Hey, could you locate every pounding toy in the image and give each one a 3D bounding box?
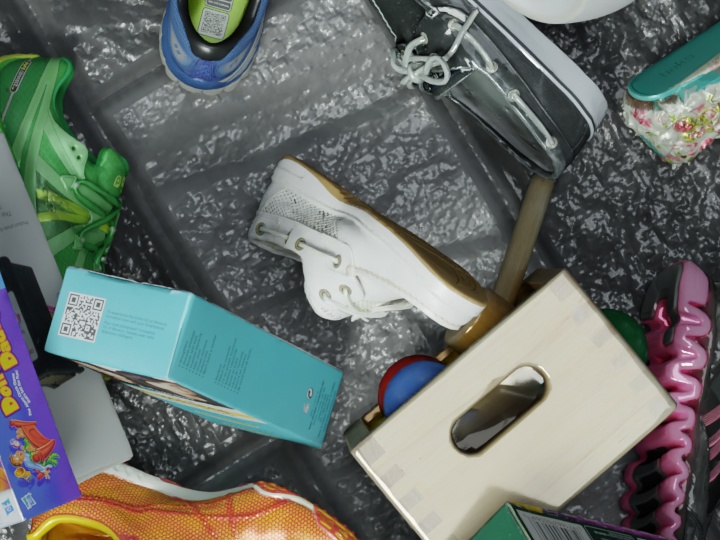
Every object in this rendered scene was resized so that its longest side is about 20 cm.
[{"bbox_3d":[0.085,0.057,1.541,0.200,0.184,0.142,-40,91,-2],"label":"pounding toy"}]

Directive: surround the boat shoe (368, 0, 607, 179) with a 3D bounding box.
[{"bbox_3d":[0.055,-0.132,1.598,0.199,0.074,0.068,42,66,-12],"label":"boat shoe"}]

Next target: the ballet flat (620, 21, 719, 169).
[{"bbox_3d":[0.250,-0.132,1.638,0.199,0.076,0.064,-31,120,-6],"label":"ballet flat"}]

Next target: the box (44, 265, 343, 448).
[{"bbox_3d":[-0.089,0.051,1.488,0.082,0.200,0.049,12,81,27],"label":"box"}]

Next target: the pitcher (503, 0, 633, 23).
[{"bbox_3d":[0.133,-0.251,1.592,0.171,0.121,0.200,35,56,11],"label":"pitcher"}]

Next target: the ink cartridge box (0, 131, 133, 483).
[{"bbox_3d":[-0.233,0.045,1.496,0.083,0.145,0.201,-20,88,-48],"label":"ink cartridge box"}]

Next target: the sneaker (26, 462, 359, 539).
[{"bbox_3d":[-0.095,0.160,1.518,0.199,0.073,0.077,4,48,20],"label":"sneaker"}]

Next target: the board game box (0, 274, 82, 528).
[{"bbox_3d":[-0.250,0.085,1.436,0.045,0.199,0.135,-20,90,-48],"label":"board game box"}]

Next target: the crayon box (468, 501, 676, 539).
[{"bbox_3d":[0.100,0.218,1.481,0.173,0.199,0.058,-49,50,22],"label":"crayon box"}]

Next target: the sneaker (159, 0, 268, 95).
[{"bbox_3d":[-0.071,-0.208,1.578,0.078,0.089,0.201,8,83,-8],"label":"sneaker"}]

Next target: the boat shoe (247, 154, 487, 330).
[{"bbox_3d":[0.000,0.000,1.532,0.071,0.200,0.070,32,91,-37],"label":"boat shoe"}]

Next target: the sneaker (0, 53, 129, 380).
[{"bbox_3d":[-0.170,-0.034,1.554,0.083,0.074,0.201,-17,87,-6],"label":"sneaker"}]

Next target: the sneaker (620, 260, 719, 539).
[{"bbox_3d":[0.214,0.098,1.603,0.095,0.079,0.201,10,84,-19],"label":"sneaker"}]
